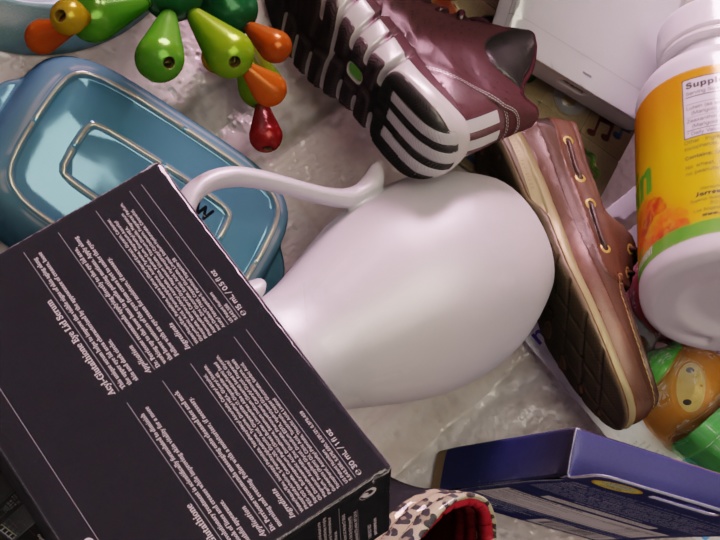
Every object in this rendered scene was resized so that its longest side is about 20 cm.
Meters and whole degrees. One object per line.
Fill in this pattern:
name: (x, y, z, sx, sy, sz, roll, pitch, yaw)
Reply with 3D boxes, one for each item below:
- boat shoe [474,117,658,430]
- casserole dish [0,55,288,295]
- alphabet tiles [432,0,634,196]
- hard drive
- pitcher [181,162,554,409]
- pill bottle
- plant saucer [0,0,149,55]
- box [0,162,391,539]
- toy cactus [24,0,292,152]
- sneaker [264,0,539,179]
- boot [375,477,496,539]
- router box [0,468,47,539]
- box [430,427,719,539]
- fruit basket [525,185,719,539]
boat shoe: (0.135, -0.005, 1.041, 0.068, 0.072, 0.200, -16, 71, -17)
casserole dish: (-0.124, -0.040, 0.985, 0.200, 0.039, 0.121, 34, 71, -16)
alphabet tiles: (0.115, -0.143, 1.118, 0.166, 0.006, 0.200, 34, 71, -14)
hard drive: (0.159, -0.206, 1.104, 0.132, 0.026, 0.200, 25, 78, -35)
pitcher: (0.000, 0.000, 0.977, 0.200, 0.121, 0.172, -27, 104, -27)
pill bottle: (0.219, -0.062, 1.041, 0.111, 0.111, 0.200, 18, 54, -19)
plant saucer: (-0.186, -0.222, 0.993, 0.200, 0.027, 0.200, 3, 81, -23)
box: (-0.099, 0.069, 0.824, 0.141, 0.079, 0.200, -30, 64, -18)
toy cactus: (-0.104, -0.166, 0.970, 0.200, 0.102, 0.165, 32, 52, -38)
sneaker: (0.030, -0.137, 1.021, 0.115, 0.076, 0.200, -18, 58, -31)
boot: (-0.033, 0.178, 0.922, 0.204, 0.154, 0.074, -50, 121, -23)
router box: (-0.135, 0.143, 0.864, 0.150, 0.062, 0.200, -42, 67, -19)
box: (0.136, 0.122, 0.981, 0.121, 0.200, 0.032, 18, 75, -20)
fruit basket: (0.215, 0.039, 1.085, 0.185, 0.094, 0.200, -37, 88, -15)
